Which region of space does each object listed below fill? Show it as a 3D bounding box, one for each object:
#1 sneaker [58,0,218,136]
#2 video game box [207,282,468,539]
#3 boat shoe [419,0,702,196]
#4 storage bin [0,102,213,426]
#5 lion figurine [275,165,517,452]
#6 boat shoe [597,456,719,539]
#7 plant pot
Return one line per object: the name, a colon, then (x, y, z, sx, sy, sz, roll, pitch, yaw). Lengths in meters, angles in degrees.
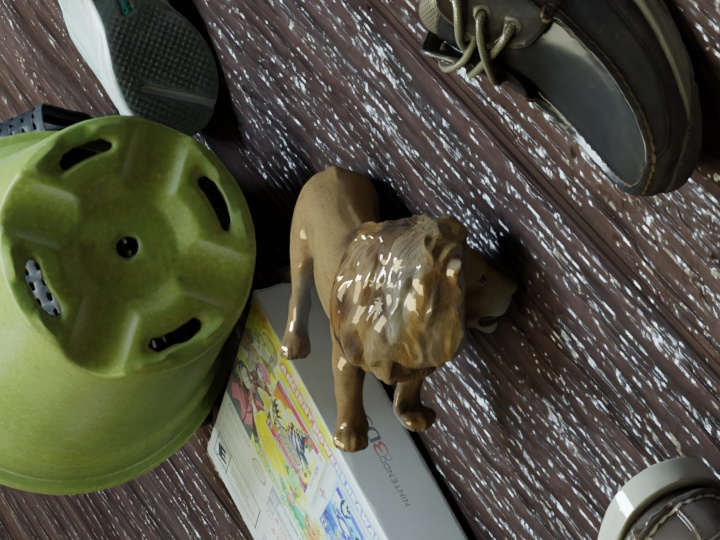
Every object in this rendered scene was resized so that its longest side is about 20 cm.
sneaker: (-0.141, -0.160, 1.431, 0.202, 0.070, 0.080, 70, 161, -4)
video game box: (-0.009, 0.129, 1.409, 0.201, 0.047, 0.183, 61, 159, 21)
boat shoe: (0.054, -0.099, 1.016, 0.200, 0.073, 0.075, 55, 155, 32)
storage bin: (-0.174, 0.015, 1.558, 0.135, 0.093, 0.201, 1, -115, -80)
lion figurine: (0.000, 0.000, 1.241, 0.200, 0.072, 0.123, -133, 38, -52)
boat shoe: (0.128, 0.170, 1.092, 0.060, 0.071, 0.201, 50, 146, 45)
plant pot: (-0.139, 0.005, 1.386, 0.202, 0.199, 0.184, 67, 160, 4)
